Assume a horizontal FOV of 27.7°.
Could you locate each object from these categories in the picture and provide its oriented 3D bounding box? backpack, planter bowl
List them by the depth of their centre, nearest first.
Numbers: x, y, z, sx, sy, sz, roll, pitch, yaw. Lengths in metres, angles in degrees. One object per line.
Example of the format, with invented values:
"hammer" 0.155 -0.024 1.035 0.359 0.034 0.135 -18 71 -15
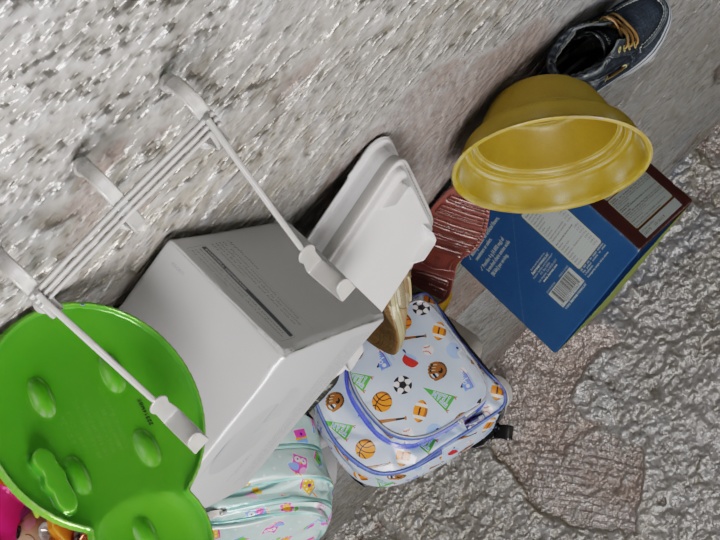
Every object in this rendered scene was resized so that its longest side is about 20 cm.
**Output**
"backpack" -0.125 0.193 1.293 0.198 0.128 0.167 -10 163 -12
"planter bowl" 0.186 -0.138 1.456 0.198 0.084 0.201 -3 156 -2
"backpack" 0.044 0.138 1.593 0.190 0.200 0.154 -36 160 -7

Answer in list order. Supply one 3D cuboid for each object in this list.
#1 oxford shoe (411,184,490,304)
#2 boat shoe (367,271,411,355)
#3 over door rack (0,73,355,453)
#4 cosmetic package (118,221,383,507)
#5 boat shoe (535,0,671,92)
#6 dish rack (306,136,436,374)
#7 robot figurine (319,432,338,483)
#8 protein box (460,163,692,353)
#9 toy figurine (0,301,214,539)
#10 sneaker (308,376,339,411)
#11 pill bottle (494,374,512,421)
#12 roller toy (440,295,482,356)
"oxford shoe" 0.098 -0.048 1.637 0.200 0.070 0.075 117 -7 -49
"boat shoe" 0.025 0.013 1.446 0.065 0.071 0.201 -51 157 -25
"over door rack" -0.111 -0.003 0.857 0.148 0.067 0.200 -46 136 -8
"cosmetic package" -0.114 0.079 1.105 0.200 0.123 0.200 -51 167 18
"boat shoe" 0.261 -0.237 1.516 0.200 0.071 0.091 -41 171 -18
"dish rack" 0.000 0.000 1.275 0.201 0.043 0.172 -56 156 -12
"robot figurine" -0.101 0.243 1.723 0.170 0.113 0.200 -48 169 23
"protein box" 0.228 -0.058 1.679 0.135 0.200 0.199 -35 164 -43
"toy figurine" -0.195 0.148 0.957 0.149 0.201 0.184 -20 166 -40
"sneaker" -0.092 0.166 1.480 0.199 0.091 0.067 -37 -156 6
"pill bottle" 0.254 0.305 3.214 0.200 0.111 0.111 -33 162 -50
"roller toy" 0.053 0.127 1.827 0.183 0.139 0.201 -49 170 -47
